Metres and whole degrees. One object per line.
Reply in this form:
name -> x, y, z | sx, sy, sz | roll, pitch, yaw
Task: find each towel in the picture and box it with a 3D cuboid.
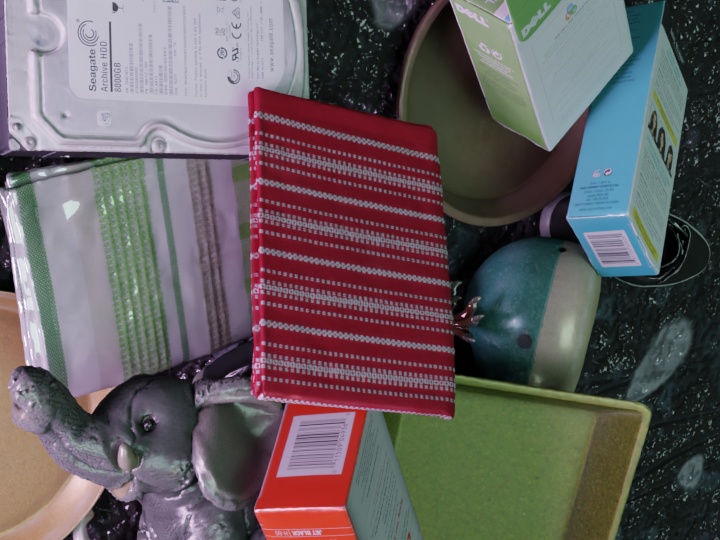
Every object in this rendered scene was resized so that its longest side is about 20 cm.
towel -> -0.006, -0.012, 0.694 | 0.143, 0.022, 0.203 | 9, 68, -29
towel -> -0.136, -0.008, 0.742 | 0.198, 0.031, 0.152 | -17, 112, -36

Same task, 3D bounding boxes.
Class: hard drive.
hard drive -> -0.125, -0.140, 0.693 | 0.197, 0.038, 0.142 | -1, 90, -30

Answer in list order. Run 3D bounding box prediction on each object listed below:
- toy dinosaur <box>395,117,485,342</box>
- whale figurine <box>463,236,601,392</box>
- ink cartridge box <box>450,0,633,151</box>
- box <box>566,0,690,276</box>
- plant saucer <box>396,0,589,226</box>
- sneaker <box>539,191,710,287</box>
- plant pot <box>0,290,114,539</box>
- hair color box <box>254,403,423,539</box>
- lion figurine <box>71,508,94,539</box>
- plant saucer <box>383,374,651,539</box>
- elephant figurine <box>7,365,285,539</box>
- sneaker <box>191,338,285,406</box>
toy dinosaur -> 0.000, 0.000, 0.794 | 0.180, 0.105, 0.202 | 24, 110, -19
whale figurine -> 0.127, 0.068, 0.899 | 0.159, 0.102, 0.203 | -55, 158, -59
ink cartridge box -> 0.122, -0.183, 0.757 | 0.104, 0.059, 0.200 | -49, 148, -9
box -> 0.209, -0.102, 0.858 | 0.082, 0.049, 0.202 | 49, 49, -45
plant saucer -> 0.107, -0.135, 0.861 | 0.198, 0.029, 0.203 | -10, 110, -28
sneaker -> 0.252, -0.015, 0.945 | 0.198, 0.099, 0.072 | 13, 98, -35
plant pot -> -0.254, 0.106, 0.724 | 0.198, 0.027, 0.203 | -11, 112, -28
hair color box -> -0.003, 0.181, 0.717 | 0.060, 0.102, 0.202 | -6, 127, 17
lion figurine -> -0.136, 0.202, 0.804 | 0.199, 0.072, 0.123 | -34, 118, -10
plant saucer -> 0.091, 0.163, 0.822 | 0.197, 0.048, 0.203 | 9, 111, -5
elephant figurine -> -0.109, 0.119, 0.694 | 0.139, 0.155, 0.203 | -14, 103, 3
sneaker -> -0.017, 0.111, 0.812 | 0.106, 0.075, 0.199 | -35, 129, 23
